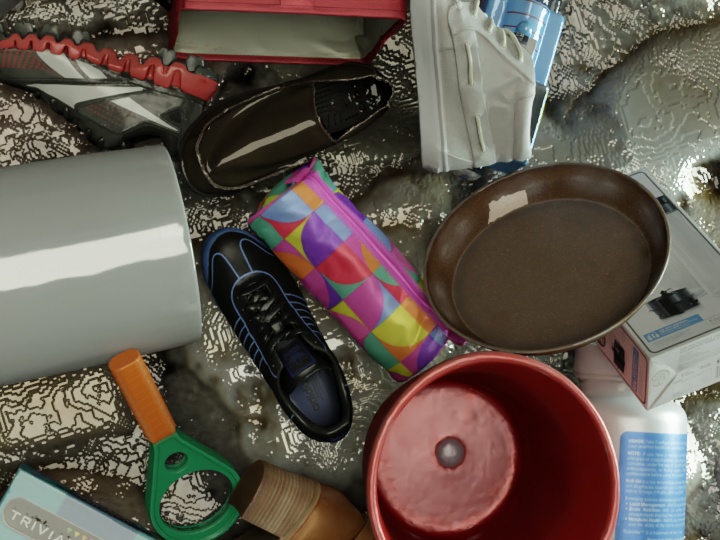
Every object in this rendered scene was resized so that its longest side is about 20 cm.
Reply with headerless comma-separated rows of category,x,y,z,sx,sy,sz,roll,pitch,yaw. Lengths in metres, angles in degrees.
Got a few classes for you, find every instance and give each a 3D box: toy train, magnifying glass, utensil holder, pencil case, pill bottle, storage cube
toy train,0.121,-0.175,1.122,0.086,0.114,0.202,18,84,-9
magnifying glass,-0.149,0.141,1.048,0.079,0.022,0.201,-27,129,-10
utensil holder,-0.234,-0.003,1.024,0.198,0.170,0.172,-11,89,-14
pencil case,0.000,0.000,1.106,0.200,0.088,0.088,44,81,-6
pill bottle,0.219,0.164,1.123,0.111,0.112,0.202,4,87,-10
storage cube,-0.065,-0.271,1.065,0.198,0.171,0.182,1,86,-10

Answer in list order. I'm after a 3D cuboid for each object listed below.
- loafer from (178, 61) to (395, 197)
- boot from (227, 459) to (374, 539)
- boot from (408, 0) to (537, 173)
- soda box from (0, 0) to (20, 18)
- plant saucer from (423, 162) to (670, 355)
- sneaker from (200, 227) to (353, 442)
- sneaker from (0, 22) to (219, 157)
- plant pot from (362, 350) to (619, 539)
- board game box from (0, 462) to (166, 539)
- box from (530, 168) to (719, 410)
loafer,-0.056,-0.122,1.077,0.199,0.071,0.073,-31,103,-23
boot,-0.066,0.268,1.088,0.154,0.074,0.201,32,98,-22
boot,0.087,-0.178,1.020,0.095,0.074,0.202,-5,107,3
soda box,-0.358,-0.190,1.061,0.200,0.064,0.068,-45,95,-10
plant saucer,0.150,-0.005,1.066,0.200,0.200,0.035,-35,134,-10
sneaker,-0.064,0.050,1.094,0.070,0.078,0.201,-33,93,-10
sneaker,-0.219,-0.141,1.079,0.199,0.071,0.099,12,92,-6
plant pot,0.086,0.159,1.061,0.198,0.177,0.202,0,91,-9
board game box,-0.254,0.279,1.062,0.150,0.047,0.201,29,82,-8
box,0.234,0.010,1.098,0.116,0.201,0.060,-19,133,-10
